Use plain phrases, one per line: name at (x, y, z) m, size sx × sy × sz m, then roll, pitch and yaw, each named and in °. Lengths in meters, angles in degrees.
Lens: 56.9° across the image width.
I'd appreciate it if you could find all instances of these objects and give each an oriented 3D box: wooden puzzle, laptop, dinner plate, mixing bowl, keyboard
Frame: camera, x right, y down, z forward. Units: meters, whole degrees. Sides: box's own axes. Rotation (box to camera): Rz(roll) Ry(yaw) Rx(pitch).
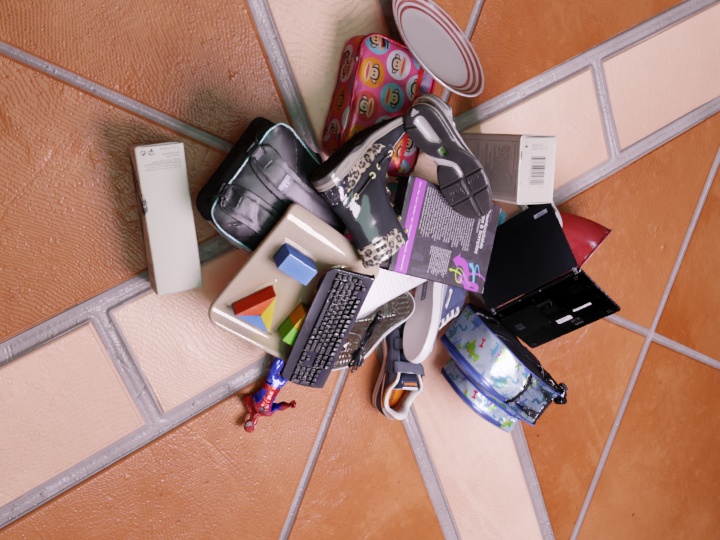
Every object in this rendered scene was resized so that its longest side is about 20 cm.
wooden puzzle at (-0.085, 0.033, 0.929) m, size 0.184 × 0.046 × 0.201 m, roll 33°, pitch 101°, yaw -36°
laptop at (0.298, 0.013, 1.105) m, size 0.199 × 0.176 × 0.105 m, roll 36°, pitch 42°, yaw -28°
dinner plate at (0.118, -0.350, 1.036) m, size 0.197 × 0.024 × 0.204 m, roll 24°, pitch 50°, yaw -31°
mixing bowl at (0.346, -0.028, 1.199) m, size 0.108 × 0.201 × 0.201 m, roll 40°, pitch 80°, yaw 14°
keyboard at (-0.027, 0.091, 0.956) m, size 0.124 × 0.021 × 0.203 m, roll 10°, pitch 120°, yaw -29°

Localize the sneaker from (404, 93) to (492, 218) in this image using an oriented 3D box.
sneaker at (0.145, -0.184, 1.009) m, size 0.075 × 0.116 × 0.202 m, roll -24°, pitch 113°, yaw 30°

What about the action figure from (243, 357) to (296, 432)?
action figure at (-0.124, 0.176, 1.050) m, size 0.065 × 0.099 × 0.203 m, roll 31°, pitch 89°, yaw -26°

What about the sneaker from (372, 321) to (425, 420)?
sneaker at (0.076, 0.159, 1.151) m, size 0.077 × 0.079 × 0.206 m, roll 6°, pitch 97°, yaw -25°

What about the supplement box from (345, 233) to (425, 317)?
supplement box at (0.000, 0.000, 1.066) m, size 0.197 × 0.103 × 0.103 m, roll -26°, pitch 110°, yaw -17°

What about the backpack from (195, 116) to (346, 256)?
backpack at (-0.118, -0.097, 0.959) m, size 0.199 × 0.153 × 0.178 m, roll 38°, pitch 84°, yaw -28°

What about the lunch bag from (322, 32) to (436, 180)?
lunch bag at (0.041, -0.252, 1.049) m, size 0.173 × 0.081 × 0.205 m, roll 10°, pitch 95°, yaw -32°

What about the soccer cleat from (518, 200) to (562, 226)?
soccer cleat at (0.283, -0.144, 1.131) m, size 0.067 × 0.203 × 0.085 m, roll -25°, pitch 152°, yaw 5°

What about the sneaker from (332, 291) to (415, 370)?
sneaker at (-0.002, 0.103, 1.092) m, size 0.197 × 0.084 × 0.074 m, roll -29°, pitch 92°, yaw -19°

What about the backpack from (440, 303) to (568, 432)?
backpack at (0.228, 0.173, 1.167) m, size 0.147 × 0.183 × 0.199 m, roll -46°, pitch 119°, yaw 5°

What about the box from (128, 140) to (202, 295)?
box at (-0.273, -0.076, 0.931) m, size 0.067 × 0.082 × 0.206 m, roll -10°, pitch 104°, yaw -23°

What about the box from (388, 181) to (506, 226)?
box at (0.144, -0.100, 1.125) m, size 0.196 × 0.082 × 0.050 m, roll 11°, pitch 96°, yaw -27°

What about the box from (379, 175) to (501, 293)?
box at (0.130, -0.053, 1.049) m, size 0.196 × 0.036 × 0.147 m, roll 14°, pitch 90°, yaw -32°

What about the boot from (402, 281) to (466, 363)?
boot at (0.136, 0.071, 1.135) m, size 0.089 × 0.072 × 0.204 m, roll 28°, pitch 65°, yaw -31°

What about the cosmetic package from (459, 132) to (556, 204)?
cosmetic package at (0.225, -0.170, 1.084) m, size 0.071 × 0.199 × 0.106 m, roll -4°, pitch 104°, yaw -23°

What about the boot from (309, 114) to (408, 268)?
boot at (0.027, -0.117, 0.952) m, size 0.204 × 0.073 × 0.156 m, roll -45°, pitch 114°, yaw -38°
